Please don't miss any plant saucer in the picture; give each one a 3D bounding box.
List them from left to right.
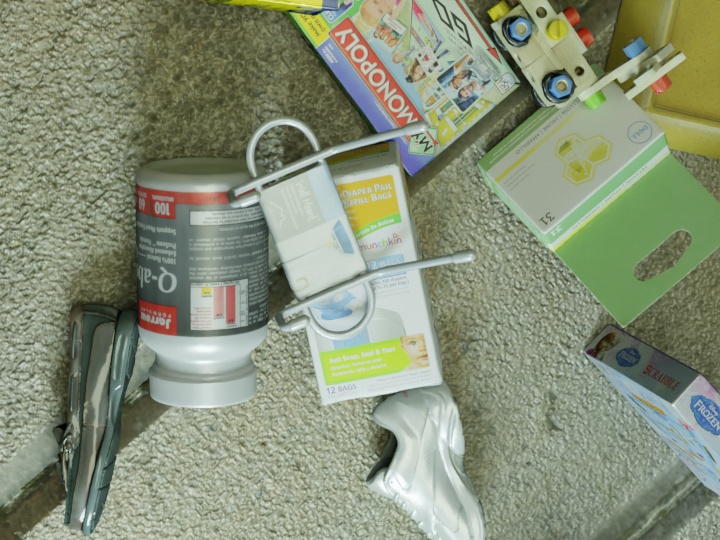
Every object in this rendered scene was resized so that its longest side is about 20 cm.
[{"bbox_3d":[0.333,-0.204,1.845,0.198,0.048,0.202,10,99,-18],"label":"plant saucer"}]

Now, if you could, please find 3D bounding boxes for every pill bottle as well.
[{"bbox_3d":[-0.136,0.009,1.714,0.115,0.116,0.202,-3,102,-16],"label":"pill bottle"}]

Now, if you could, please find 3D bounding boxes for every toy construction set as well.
[{"bbox_3d":[0.191,-0.221,1.763,0.131,0.092,0.200,-37,81,-9],"label":"toy construction set"}]

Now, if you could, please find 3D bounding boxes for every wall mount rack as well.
[{"bbox_3d":[-0.010,-0.039,1.646,0.173,0.075,0.201,-23,105,-6],"label":"wall mount rack"}]

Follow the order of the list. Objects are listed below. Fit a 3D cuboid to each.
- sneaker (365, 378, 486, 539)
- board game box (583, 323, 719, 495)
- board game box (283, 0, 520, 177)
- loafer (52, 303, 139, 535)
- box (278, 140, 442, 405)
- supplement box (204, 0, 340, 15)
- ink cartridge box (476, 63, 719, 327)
[{"bbox_3d":[0.057,0.201,1.841,0.099,0.078,0.202,-15,96,-6],"label":"sneaker"},{"bbox_3d":[0.316,0.150,1.834,0.041,0.200,0.200,-45,110,-4],"label":"board game box"},{"bbox_3d":[0.035,-0.203,1.767,0.134,0.029,0.200,-40,109,-6],"label":"board game box"},{"bbox_3d":[-0.240,0.127,1.742,0.062,0.072,0.202,12,91,2],"label":"loafer"},{"bbox_3d":[0.000,0.000,1.747,0.111,0.101,0.202,-10,105,4],"label":"box"},{"bbox_3d":[-0.116,-0.278,1.648,0.198,0.109,0.111,6,94,-10],"label":"supplement box"},{"bbox_3d":[0.220,-0.069,1.770,0.145,0.200,0.048,-39,149,-2],"label":"ink cartridge box"}]
